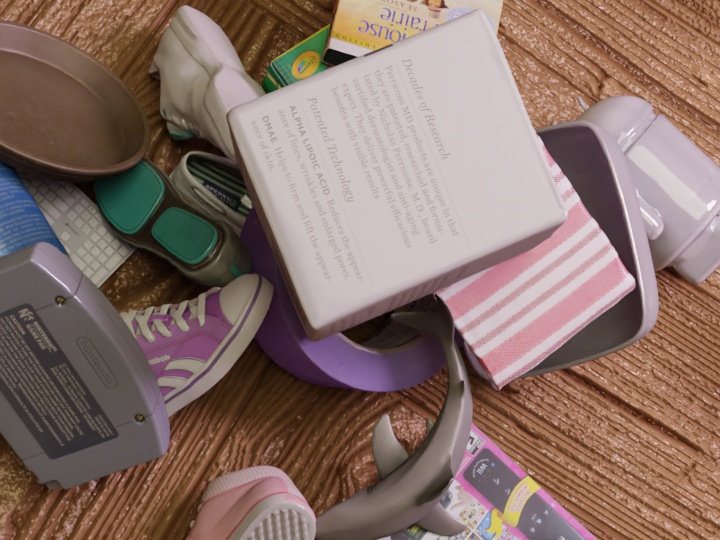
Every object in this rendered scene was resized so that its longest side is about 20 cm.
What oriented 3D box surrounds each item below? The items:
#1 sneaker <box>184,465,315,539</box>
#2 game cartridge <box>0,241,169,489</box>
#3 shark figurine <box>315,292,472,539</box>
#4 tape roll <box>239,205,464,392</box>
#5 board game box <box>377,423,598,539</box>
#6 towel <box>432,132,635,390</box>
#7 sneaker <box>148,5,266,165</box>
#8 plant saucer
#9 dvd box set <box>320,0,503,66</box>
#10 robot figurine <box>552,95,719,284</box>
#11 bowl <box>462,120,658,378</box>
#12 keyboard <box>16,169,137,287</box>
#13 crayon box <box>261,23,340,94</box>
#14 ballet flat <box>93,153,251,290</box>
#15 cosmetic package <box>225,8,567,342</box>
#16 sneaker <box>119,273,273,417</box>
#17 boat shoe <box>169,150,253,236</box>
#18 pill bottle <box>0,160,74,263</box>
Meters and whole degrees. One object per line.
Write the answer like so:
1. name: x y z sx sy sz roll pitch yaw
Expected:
1. sneaker: -0.119 0.238 1.188 0.200 0.105 0.075 -46 114 5
2. game cartridge: -0.233 0.075 1.128 0.132 0.042 0.201 -21 119 13
3. shark figurine: 0.058 0.136 1.163 0.127 0.089 0.217 23 89 -11
4. tape roll: 0.000 0.000 1.249 0.198 0.085 0.203 1 88 -28
5. board game box: 0.109 0.246 1.241 0.200 0.064 0.148 43 68 3
6. towel: 0.111 -0.026 1.192 0.146 0.030 0.201 -34 87 -5
7. sneaker: -0.133 -0.138 1.277 0.075 0.089 0.201 25 26 -41
8. plant saucer: -0.272 -0.140 1.245 0.198 0.030 0.201 26 30 -16
9. dvd box set: 0.055 -0.252 1.287 0.144 0.029 0.202 16 68 -8
10. robot figurine: 0.262 -0.081 1.364 0.200 0.113 0.170 42 26 2
11. bowl: 0.167 -0.017 1.286 0.074 0.198 0.203 -6 80 -50
12. keyboard: -0.283 -0.069 1.279 0.200 0.011 0.056 43 67 3
13. crayon box: -0.001 -0.187 1.332 0.199 0.119 0.058 -36 82 -22
14. ballet flat: -0.160 -0.035 1.249 0.068 0.064 0.199 -50 46 -4
15. cosmetic package: 0.023 -0.063 1.094 0.198 0.165 0.167 -23 86 -5
16. sneaker: -0.168 0.052 1.167 0.200 0.073 0.114 -40 112 14
17. boat shoe: -0.075 -0.045 1.292 0.198 0.067 0.074 18 68 -7
18. pill bottle: -0.314 -0.031 1.203 0.111 0.112 0.201 -30 81 -21
